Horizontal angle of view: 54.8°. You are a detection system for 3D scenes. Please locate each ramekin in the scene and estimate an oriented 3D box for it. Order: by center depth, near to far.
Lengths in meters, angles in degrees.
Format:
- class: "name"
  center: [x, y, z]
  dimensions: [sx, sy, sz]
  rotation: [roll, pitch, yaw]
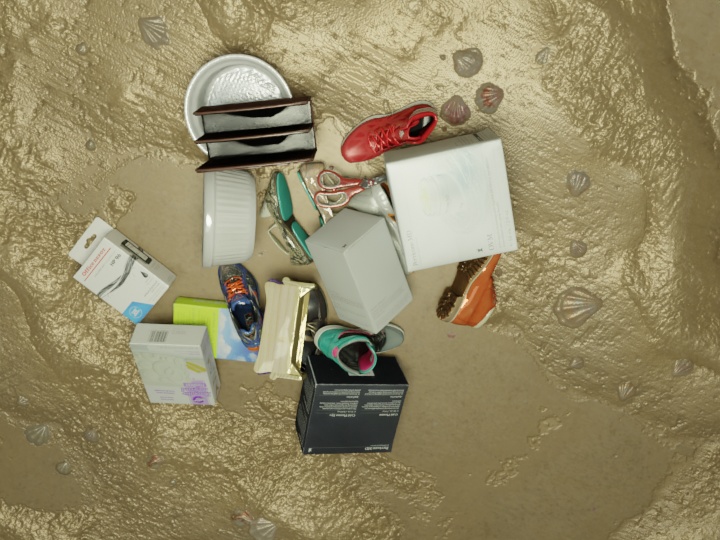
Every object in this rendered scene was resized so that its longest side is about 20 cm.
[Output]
- class: "ramekin"
  center: [-0.218, -0.300, 1.291]
  dimensions: [0.200, 0.098, 0.201]
  rotation: [0, 109, -1]
- class: "ramekin"
  center: [-0.250, -0.102, 1.313]
  dimensions: [0.094, 0.202, 0.203]
  rotation: [1, 110, -13]

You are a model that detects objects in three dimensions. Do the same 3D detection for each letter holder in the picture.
- class: "letter holder"
  center: [-0.181, -0.232, 1.188]
  dimensions: [0.200, 0.142, 0.101]
  rotation: [-5, 109, 2]

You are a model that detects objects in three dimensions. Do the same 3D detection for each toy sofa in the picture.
- class: "toy sofa"
  center: [-0.145, 0.115, 1.374]
  dimensions: [0.097, 0.083, 0.200]
  rotation: [7, 87, 3]

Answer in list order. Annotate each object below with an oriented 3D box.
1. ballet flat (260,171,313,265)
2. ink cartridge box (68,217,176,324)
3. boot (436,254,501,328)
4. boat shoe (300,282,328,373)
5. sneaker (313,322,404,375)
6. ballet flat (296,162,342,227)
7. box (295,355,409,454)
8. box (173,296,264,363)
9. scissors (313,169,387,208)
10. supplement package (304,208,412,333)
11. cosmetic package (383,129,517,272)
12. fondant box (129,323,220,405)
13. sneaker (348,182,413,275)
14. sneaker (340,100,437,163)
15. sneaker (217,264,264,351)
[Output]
- class: "ballet flat"
  center: [-0.156, -0.095, 1.384]
  dimensions: [0.075, 0.068, 0.200]
  rotation: [-15, 112, 22]
- class: "ink cartridge box"
  center: [-0.493, 0.000, 1.410]
  dimensions: [0.200, 0.068, 0.116]
  rotation: [39, 104, -12]
- class: "boot"
  center: [0.247, 0.028, 1.427]
  dimensions: [0.107, 0.075, 0.200]
  rotation: [22, 107, -23]
- class: "boat shoe"
  center: [-0.105, 0.125, 1.451]
  dimensions: [0.074, 0.073, 0.200]
  rotation: [0, 109, 0]
- class: "sneaker"
  center: [0.018, 0.156, 1.410]
  dimensions: [0.200, 0.121, 0.084]
  rotation: [-1, 112, -24]
- class: "ballet flat"
  center: [-0.059, -0.121, 1.372]
  dimensions: [0.067, 0.068, 0.200]
  rotation: [-23, 109, -1]
- class: "box"
  center: [-0.022, 0.281, 1.455]
  dimensions: [0.200, 0.104, 0.182]
  rotation: [4, 117, -17]
- class: "box"
  center: [-0.292, 0.126, 1.465]
  dimensions: [0.200, 0.048, 0.122]
  rotation: [6, 110, -2]
- class: "scissors"
  center: [0.010, -0.159, 1.332]
  dimensions: [0.200, 0.014, 0.073]
  rotation: [-2, 92, -2]
- class: "supplement package"
  center: [0.000, 0.000, 1.340]
  dimensions: [0.117, 0.117, 0.200]
  rotation: [-41, 128, -26]
- class: "cosmetic package"
  center: [0.157, -0.125, 1.230]
  dimensions: [0.200, 0.123, 0.200]
  rotation: [-12, 108, 5]
- class: "fondant box"
  center: [-0.380, 0.197, 1.442]
  dimensions: [0.144, 0.058, 0.200]
  rotation: [2, 135, 3]
- class: "sneaker"
  center: [0.044, -0.076, 1.390]
  dimensions: [0.092, 0.076, 0.200]
  rotation: [-22, 100, 15]
- class: "sneaker"
  center: [0.052, -0.256, 1.296]
  dimensions: [0.200, 0.116, 0.078]
  rotation: [-29, 106, 8]
- class: "sneaker"
  center: [-0.235, 0.060, 1.389]
  dimensions: [0.075, 0.078, 0.200]
  rotation: [-26, 68, -5]
